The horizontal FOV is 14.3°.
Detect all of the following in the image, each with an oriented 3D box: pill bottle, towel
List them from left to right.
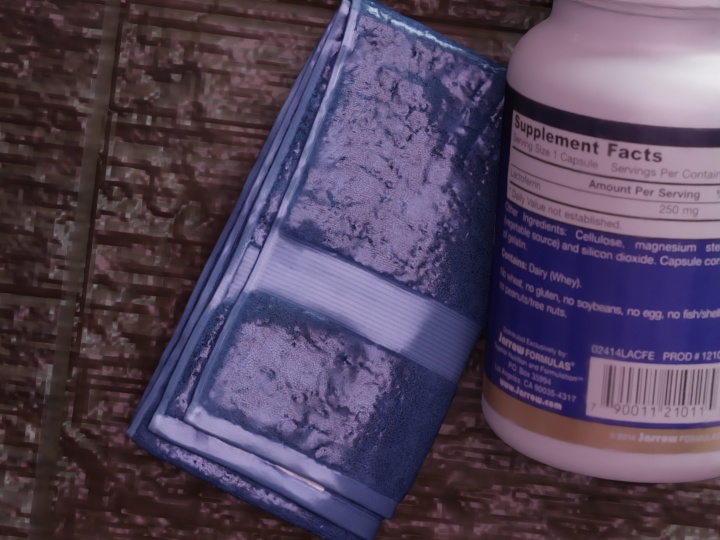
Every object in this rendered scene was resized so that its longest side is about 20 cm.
[{"bbox_3d":[0.000,0.000,1.114,0.111,0.049,0.201,26,85,-5],"label":"towel"},{"bbox_3d":[0.108,-0.032,1.066,0.115,0.116,0.201,2,107,-6],"label":"pill bottle"}]
